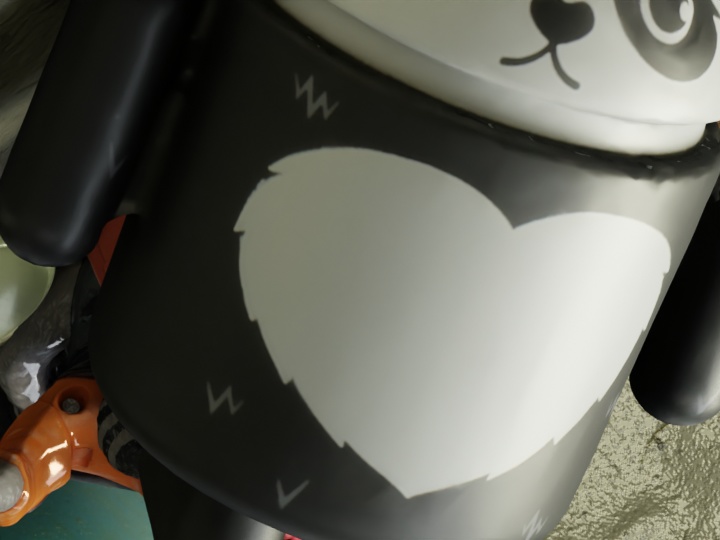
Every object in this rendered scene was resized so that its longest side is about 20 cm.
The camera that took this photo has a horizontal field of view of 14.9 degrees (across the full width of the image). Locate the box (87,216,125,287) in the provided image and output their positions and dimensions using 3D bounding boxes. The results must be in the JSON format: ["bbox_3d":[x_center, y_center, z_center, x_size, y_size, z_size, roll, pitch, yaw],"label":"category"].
[{"bbox_3d":[0.000,0.000,0.808,0.102,0.095,0.200,-27,164,8],"label":"box"}]

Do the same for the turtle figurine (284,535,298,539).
[{"bbox_3d":[-0.056,0.135,0.817,0.200,0.101,0.150,-39,178,-17],"label":"turtle figurine"}]

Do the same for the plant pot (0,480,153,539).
[{"bbox_3d":[-0.109,0.117,1.088,0.188,0.200,0.200,-53,-174,-33],"label":"plant pot"}]

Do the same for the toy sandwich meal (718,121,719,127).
[{"bbox_3d":[0.192,-0.078,0.908,0.205,0.205,0.070,-30,131,-64],"label":"toy sandwich meal"}]

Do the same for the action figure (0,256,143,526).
[{"bbox_3d":[-0.048,0.046,0.938,0.194,0.199,0.105,-87,-177,-54],"label":"action figure"}]

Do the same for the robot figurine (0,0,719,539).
[{"bbox_3d":[0.011,-0.013,0.623,0.150,0.125,0.200,-8,126,-53],"label":"robot figurine"}]

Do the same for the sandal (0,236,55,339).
[{"bbox_3d":[-0.153,0.058,0.691,0.201,0.057,0.080,-39,162,-4],"label":"sandal"}]
